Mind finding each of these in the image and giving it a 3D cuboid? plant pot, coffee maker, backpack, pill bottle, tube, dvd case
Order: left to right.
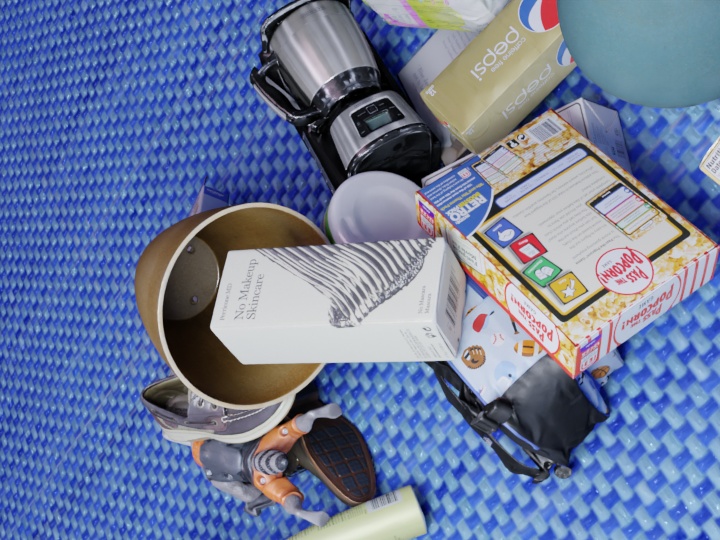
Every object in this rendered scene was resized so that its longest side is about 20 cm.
[{"bbox_3d":[-0.141,0.020,1.130,0.200,0.185,0.188,16,95,60],"label":"plant pot"},{"bbox_3d":[-0.033,0.272,1.164,0.199,0.058,0.052,-19,39,-2],"label":"tube"},{"bbox_3d":[-0.005,-0.165,1.221,0.134,0.192,0.201,-34,69,11],"label":"coffee maker"},{"bbox_3d":[0.000,0.000,1.172,0.200,0.110,0.112,117,139,-55],"label":"pill bottle"},{"bbox_3d":[0.128,-0.212,1.176,0.200,0.017,0.143,-45,55,31],"label":"dvd case"},{"bbox_3d":[0.125,0.065,1.022,0.190,0.200,0.154,38,84,33],"label":"backpack"},{"bbox_3d":[0.246,-0.247,0.929,0.199,0.135,0.202,-4,77,19],"label":"plant pot"}]

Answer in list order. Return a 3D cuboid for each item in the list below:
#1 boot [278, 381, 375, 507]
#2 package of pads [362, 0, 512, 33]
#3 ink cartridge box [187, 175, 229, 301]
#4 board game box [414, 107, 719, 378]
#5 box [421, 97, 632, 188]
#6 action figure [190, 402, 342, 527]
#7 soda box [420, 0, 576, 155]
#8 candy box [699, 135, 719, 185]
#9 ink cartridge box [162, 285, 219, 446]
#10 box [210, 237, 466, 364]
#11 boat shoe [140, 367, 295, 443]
[{"bbox_3d":[-0.053,0.203,1.276,0.200,0.074,0.097,51,137,37],"label":"boot"},{"bbox_3d":[0.095,-0.312,1.147,0.199,0.068,0.155,19,76,51],"label":"package of pads"},{"bbox_3d":[-0.190,-0.016,1.351,0.200,0.042,0.120,-101,33,-60],"label":"ink cartridge box"},{"bbox_3d":[0.163,-0.029,0.948,0.200,0.151,0.046,48,160,33],"label":"board game box"},{"bbox_3d":[0.156,-0.065,1.097,0.199,0.060,0.118,-24,68,41],"label":"box"},{"bbox_3d":[-0.109,0.164,1.204,0.193,0.104,0.202,-2,90,42],"label":"action figure"},{"bbox_3d":[0.152,-0.200,1.063,0.200,0.068,0.064,-45,62,4],"label":"soda box"},{"bbox_3d":[0.356,-0.031,0.852,0.057,0.116,0.200,-56,49,23],"label":"candy box"},{"bbox_3d":[-0.154,0.086,1.331,0.146,0.082,0.201,-115,45,-69],"label":"ink cartridge box"},{"bbox_3d":[-0.017,0.027,0.963,0.199,0.068,0.083,-4,58,21],"label":"box"},{"bbox_3d":[-0.148,0.130,1.172,0.199,0.065,0.072,-12,50,43],"label":"boat shoe"}]
